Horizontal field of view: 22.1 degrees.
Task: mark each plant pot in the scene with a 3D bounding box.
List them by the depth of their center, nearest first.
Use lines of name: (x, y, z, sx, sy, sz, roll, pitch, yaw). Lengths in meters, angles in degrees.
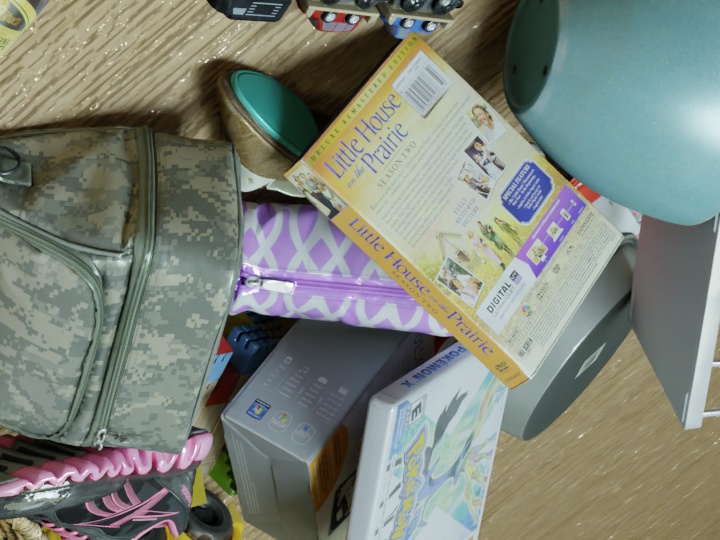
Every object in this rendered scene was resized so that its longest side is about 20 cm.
plant pot: (0.174, -0.139, 1.234, 0.135, 0.200, 0.200, 9, 134, -17)

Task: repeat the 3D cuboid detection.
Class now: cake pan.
cake pan: (0.172, 0.060, 1.489, 0.200, 0.037, 0.200, -46, 163, -18)

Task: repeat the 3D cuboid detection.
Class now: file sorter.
file sorter: (0.282, -0.009, 1.335, 0.124, 0.139, 0.200, -4, 125, -9)

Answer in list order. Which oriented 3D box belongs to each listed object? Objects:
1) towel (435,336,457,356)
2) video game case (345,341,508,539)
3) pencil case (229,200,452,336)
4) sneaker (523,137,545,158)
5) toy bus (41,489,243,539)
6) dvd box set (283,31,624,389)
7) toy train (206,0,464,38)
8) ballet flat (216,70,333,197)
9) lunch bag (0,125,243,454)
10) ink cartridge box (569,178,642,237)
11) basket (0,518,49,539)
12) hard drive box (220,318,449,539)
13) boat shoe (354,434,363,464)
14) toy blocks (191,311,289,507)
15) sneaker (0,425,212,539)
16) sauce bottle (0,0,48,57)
towel: (0.081, 0.085, 1.421, 0.149, 0.031, 0.200, -50, 164, -17)
video game case: (0.047, 0.148, 1.292, 0.182, 0.022, 0.200, -28, 133, -53)
pencil case: (0.000, 0.000, 1.261, 0.200, 0.086, 0.084, 4, 102, -7)
sneaker: (0.081, -0.069, 1.336, 0.081, 0.083, 0.200, -37, 168, -17)
toy bus: (-0.159, 0.282, 1.474, 0.200, 0.192, 0.136, 3, 131, -49)
dvd box set: (0.063, -0.040, 1.179, 0.029, 0.200, 0.146, -37, -168, 51)
toy train: (-0.013, -0.167, 1.137, 0.200, 0.034, 0.046, -2, 140, -42)
ballet flat: (-0.045, -0.078, 1.214, 0.072, 0.068, 0.200, -33, 158, 27)
lunch bag: (-0.173, 0.012, 1.138, 0.168, 0.139, 0.200, 10, 133, -13)
ink cartridge box: (0.166, -0.026, 1.440, 0.162, 0.050, 0.200, -39, 171, 6)
basket: (-0.296, 0.227, 1.256, 0.200, 0.149, 0.143, 73, 38, -59)
hard drive box: (-0.009, 0.091, 1.365, 0.200, 0.077, 0.156, -52, 157, -28)
boat shoe: (0.022, 0.150, 1.340, 0.067, 0.057, 0.200, -59, 153, -19)
toy blocks: (-0.101, 0.084, 1.359, 0.200, 0.100, 0.137, -8, 133, -55)
sneaker: (-0.178, 0.151, 1.199, 0.200, 0.079, 0.095, -4, 108, -48)
sauce bottle: (-0.199, -0.147, 0.957, 0.200, 0.066, 0.066, -46, 148, 17)
